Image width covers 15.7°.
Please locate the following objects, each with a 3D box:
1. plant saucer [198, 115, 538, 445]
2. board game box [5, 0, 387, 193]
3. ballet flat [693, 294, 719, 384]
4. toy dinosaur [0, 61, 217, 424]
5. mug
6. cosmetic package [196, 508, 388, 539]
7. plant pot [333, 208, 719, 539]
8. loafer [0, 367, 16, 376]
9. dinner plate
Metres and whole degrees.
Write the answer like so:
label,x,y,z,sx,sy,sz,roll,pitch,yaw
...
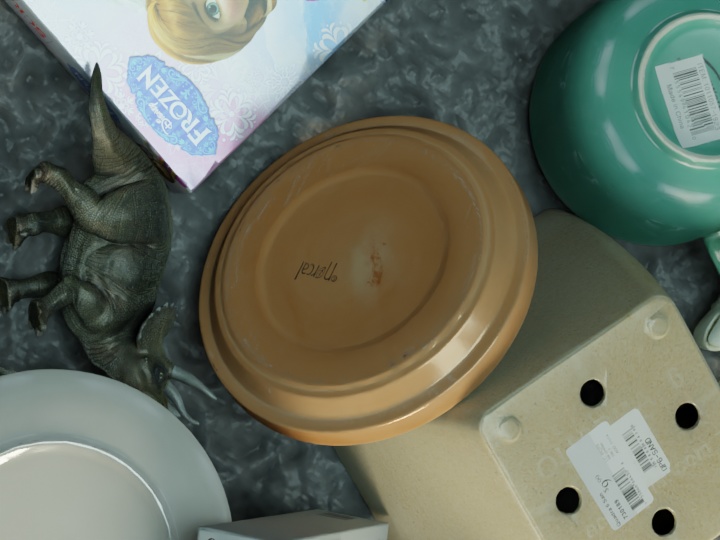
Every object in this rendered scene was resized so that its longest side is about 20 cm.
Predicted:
label,x,y,z,sx,sy,sz,roll,pitch,yaw
plant saucer,0.000,0.000,1.447,0.201,0.200,0.032,-52,144,-10
board game box,-0.096,-0.183,1.476,0.200,0.041,0.200,-46,105,-12
ballet flat,0.243,0.067,1.599,0.075,0.068,0.201,-8,97,-3
toy dinosaur,-0.143,-0.013,1.459,0.102,0.077,0.201,0,90,-30
mug,0.200,-0.089,1.529,0.184,0.114,0.153,27,78,-7
cosmetic package,-0.043,0.214,1.434,0.051,0.200,0.152,9,91,18
plant pot,0.118,0.098,1.492,0.199,0.177,0.201,-33,102,-16
loafer,-0.174,0.083,1.431,0.199,0.075,0.070,32,116,-22
dinner plate,-0.165,0.153,1.391,0.199,0.024,0.202,-1,99,-9
